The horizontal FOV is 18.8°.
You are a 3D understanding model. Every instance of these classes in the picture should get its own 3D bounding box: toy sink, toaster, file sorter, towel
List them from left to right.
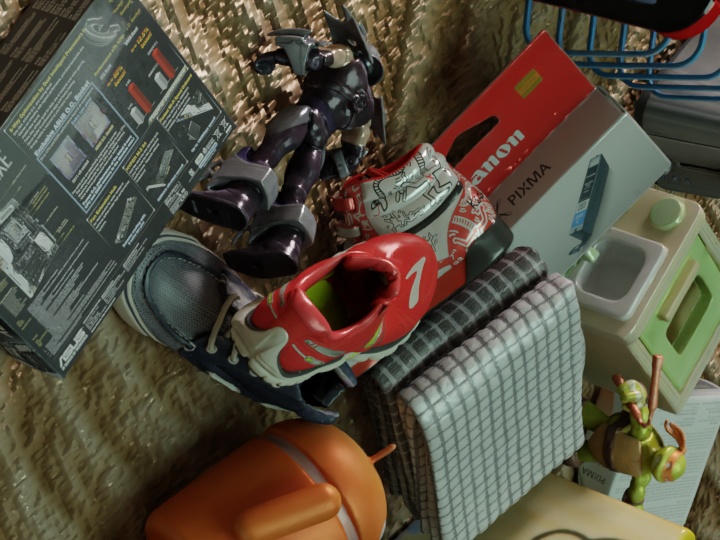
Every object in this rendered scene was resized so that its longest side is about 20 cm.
[{"bbox_3d":[0.088,0.095,1.616,0.165,0.086,0.200,-38,145,-20],"label":"towel"},{"bbox_3d":[0.216,0.007,1.757,0.131,0.112,0.200,-59,141,-15],"label":"toy sink"},{"bbox_3d":[0.231,-0.204,1.640,0.200,0.138,0.123,11,85,-52],"label":"file sorter"},{"bbox_3d":[0.330,-0.141,1.804,0.200,0.129,0.114,-47,138,-27],"label":"toaster"}]

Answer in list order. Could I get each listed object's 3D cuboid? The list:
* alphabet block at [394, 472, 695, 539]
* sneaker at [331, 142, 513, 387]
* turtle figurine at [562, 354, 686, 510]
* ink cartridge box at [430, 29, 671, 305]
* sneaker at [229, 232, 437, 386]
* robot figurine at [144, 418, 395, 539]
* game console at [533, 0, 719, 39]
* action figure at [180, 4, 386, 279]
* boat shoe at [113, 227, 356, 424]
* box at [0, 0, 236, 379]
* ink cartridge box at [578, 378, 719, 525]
[{"bbox_3d":[0.139,0.293,1.718,0.195,0.199,0.197,-40,134,-32],"label":"alphabet block"},{"bbox_3d":[0.000,-0.001,1.534,0.201,0.067,0.108,-40,98,5],"label":"sneaker"},{"bbox_3d":[0.205,0.131,1.757,0.064,0.161,0.201,-35,130,-37],"label":"turtle figurine"},{"bbox_3d":[0.116,-0.056,1.606,0.200,0.045,0.176,-46,142,5],"label":"ink cartridge box"},{"bbox_3d":[0.003,0.018,1.409,0.077,0.085,0.200,55,37,3],"label":"sneaker"},{"bbox_3d":[-0.064,0.178,1.470,0.200,0.117,0.144,-36,141,-22],"label":"robot figurine"},{"bbox_3d":[0.189,-0.261,1.531,0.031,0.199,0.178,20,90,-53],"label":"game console"},{"bbox_3d":[-0.039,-0.091,1.439,0.200,0.069,0.130,-58,136,-35],"label":"action figure"},{"bbox_3d":[-0.078,0.038,1.425,0.200,0.092,0.075,37,76,-51],"label":"boat shoe"},{"bbox_3d":[-0.177,-0.059,1.296,0.200,0.050,0.158,-57,140,-16],"label":"box"},{"bbox_3d":[0.244,0.194,1.940,0.162,0.050,0.201,2,112,-52],"label":"ink cartridge box"}]
